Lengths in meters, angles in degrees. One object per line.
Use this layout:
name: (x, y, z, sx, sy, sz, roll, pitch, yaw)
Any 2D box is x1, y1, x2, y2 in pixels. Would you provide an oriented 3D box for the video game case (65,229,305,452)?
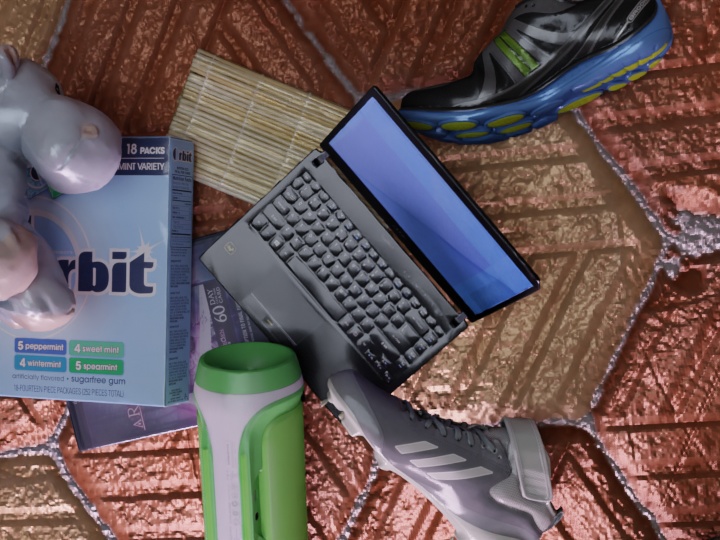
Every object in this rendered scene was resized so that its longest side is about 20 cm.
video game case: (-0.152, 0.055, 1.016, 0.197, 0.019, 0.145, -14, 92, 15)

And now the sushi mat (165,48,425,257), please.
sushi mat: (-0.057, -0.091, 0.978, 0.198, 0.012, 0.097, 23, 102, 12)

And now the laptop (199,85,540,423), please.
laptop: (0.000, 0.000, 0.912, 0.200, 0.103, 0.178, -41, 92, 12)

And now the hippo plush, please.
hippo plush: (-0.259, -0.065, 0.934, 0.198, 0.160, 0.162, 30, 73, 12)

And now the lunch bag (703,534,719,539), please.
lunch bag: (0.282, 0.286, 0.872, 0.162, 0.118, 0.202, -22, 95, 16)

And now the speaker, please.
speaker: (-0.080, 0.161, 0.961, 0.087, 0.088, 0.203, 2, 104, 15)

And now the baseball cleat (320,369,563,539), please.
baseball cleat: (0.068, 0.123, 0.930, 0.106, 0.070, 0.200, -42, 107, 7)

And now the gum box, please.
gum box: (-0.215, -0.001, 0.994, 0.167, 0.044, 0.203, 2, 90, 19)

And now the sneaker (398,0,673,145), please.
sneaker: (0.119, -0.148, 0.903, 0.197, 0.071, 0.084, -23, 75, 15)
